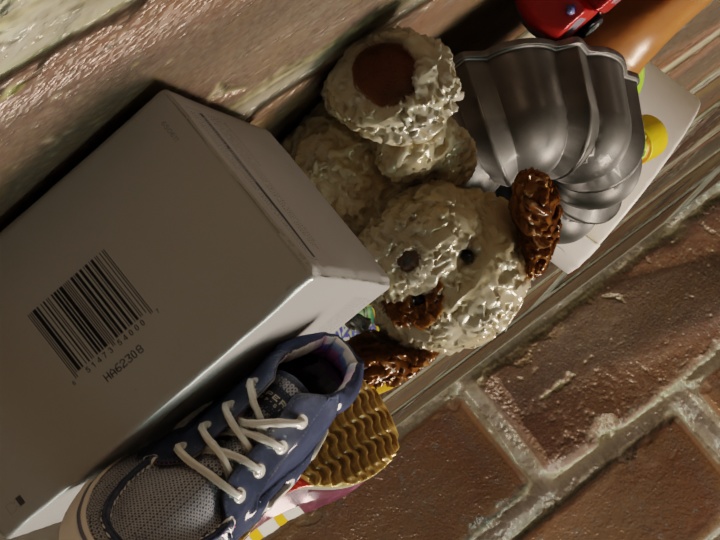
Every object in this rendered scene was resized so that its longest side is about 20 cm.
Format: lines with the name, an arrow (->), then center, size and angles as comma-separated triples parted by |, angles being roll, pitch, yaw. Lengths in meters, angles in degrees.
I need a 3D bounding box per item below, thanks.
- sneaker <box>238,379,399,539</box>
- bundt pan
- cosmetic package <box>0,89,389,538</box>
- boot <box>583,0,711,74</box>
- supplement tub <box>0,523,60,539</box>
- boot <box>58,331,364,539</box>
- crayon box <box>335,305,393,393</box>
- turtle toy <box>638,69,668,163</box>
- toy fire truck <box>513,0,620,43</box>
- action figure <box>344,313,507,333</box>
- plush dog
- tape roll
sneaker -> -0.066, 0.117, 1.155 | 0.200, 0.075, 0.090 | -23, 171, -44
bundt pan -> 0.097, -0.066, 1.381 | 0.202, 0.076, 0.202 | -11, 153, -6
cosmetic package -> -0.111, 0.023, 1.080 | 0.199, 0.123, 0.200 | -40, 170, 7
boot -> 0.212, -0.192, 1.401 | 0.200, 0.074, 0.155 | -52, -167, -8
supplement tub -> -0.159, 0.111, 1.344 | 0.123, 0.123, 0.200 | -45, 170, 36
boot -> -0.068, 0.087, 1.002 | 0.090, 0.073, 0.200 | -52, 174, 25
crayon box -> -0.026, 0.034, 1.492 | 0.052, 0.126, 0.200 | -8, -177, 19
turtle toy -> 0.169, -0.107, 1.686 | 0.146, 0.101, 0.200 | -27, 165, -43
toy fire truck -> 0.169, -0.216, 1.289 | 0.200, 0.049, 0.141 | -41, 171, 16
action figure -> 0.000, 0.000, 1.350 | 0.118, 0.200, 0.055 | 96, 0, -50
plush dog -> 0.024, -0.026, 1.235 | 0.200, 0.172, 0.160 | -42, 172, 15
tape roll -> 0.222, -0.095, 1.907 | 0.202, 0.071, 0.202 | -52, -178, 2
